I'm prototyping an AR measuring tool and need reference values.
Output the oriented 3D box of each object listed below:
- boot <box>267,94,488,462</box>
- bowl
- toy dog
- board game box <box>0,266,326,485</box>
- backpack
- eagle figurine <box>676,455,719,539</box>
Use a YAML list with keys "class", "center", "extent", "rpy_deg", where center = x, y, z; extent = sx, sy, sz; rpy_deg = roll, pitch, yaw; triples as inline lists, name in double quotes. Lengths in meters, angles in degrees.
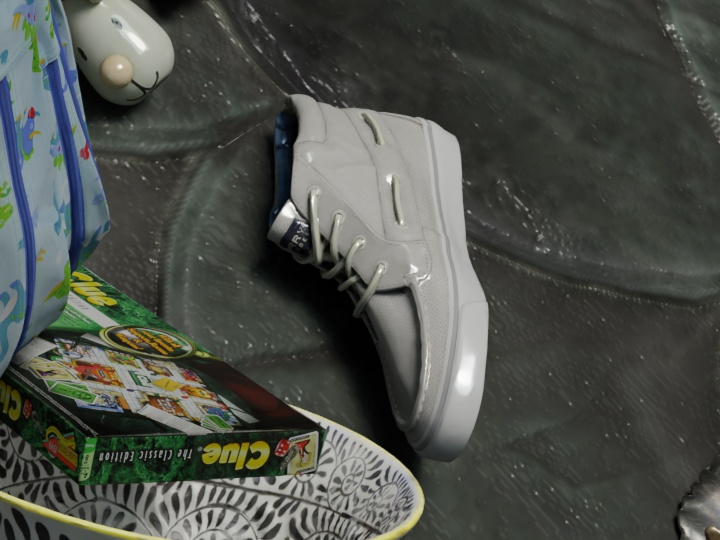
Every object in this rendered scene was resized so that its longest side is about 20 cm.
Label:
- class: "boot"
  center: [0.000, 0.000, 1.065]
  extent: [0.095, 0.074, 0.201]
  rpy_deg: [13, 42, -18]
- class: "bowl"
  center: [-0.081, 0.111, 0.869]
  extent: [0.199, 0.095, 0.201]
  rpy_deg: [10, 12, -2]
- class: "toy dog"
  center: [-0.169, -0.149, 1.031]
  extent: [0.199, 0.133, 0.096]
  rpy_deg: [22, 23, -6]
- class: "board game box"
  center: [-0.109, 0.037, 0.898]
  extent: [0.104, 0.024, 0.200]
  rpy_deg: [-2, 19, -34]
- class: "backpack"
  center: [-0.166, -0.044, 0.795]
  extent: [0.162, 0.202, 0.154]
  rpy_deg: [9, 29, 26]
- class: "eagle figurine"
  center: [0.220, 0.165, 1.061]
  extent: [0.200, 0.149, 0.153]
  rpy_deg: [-36, 123, -75]
